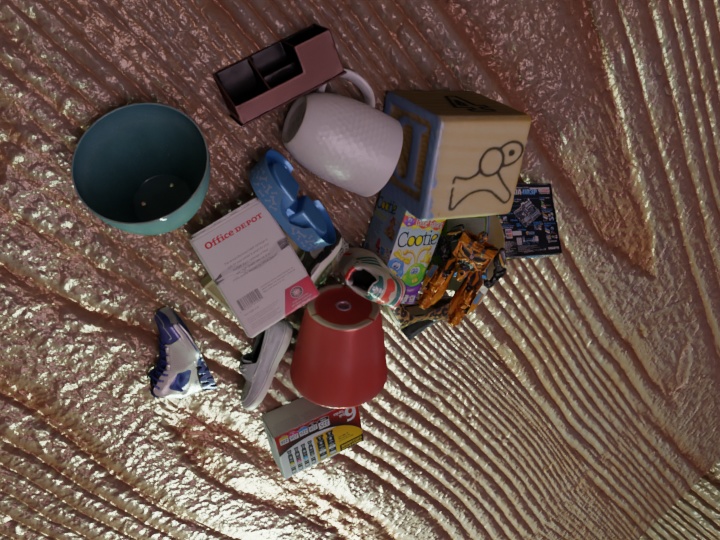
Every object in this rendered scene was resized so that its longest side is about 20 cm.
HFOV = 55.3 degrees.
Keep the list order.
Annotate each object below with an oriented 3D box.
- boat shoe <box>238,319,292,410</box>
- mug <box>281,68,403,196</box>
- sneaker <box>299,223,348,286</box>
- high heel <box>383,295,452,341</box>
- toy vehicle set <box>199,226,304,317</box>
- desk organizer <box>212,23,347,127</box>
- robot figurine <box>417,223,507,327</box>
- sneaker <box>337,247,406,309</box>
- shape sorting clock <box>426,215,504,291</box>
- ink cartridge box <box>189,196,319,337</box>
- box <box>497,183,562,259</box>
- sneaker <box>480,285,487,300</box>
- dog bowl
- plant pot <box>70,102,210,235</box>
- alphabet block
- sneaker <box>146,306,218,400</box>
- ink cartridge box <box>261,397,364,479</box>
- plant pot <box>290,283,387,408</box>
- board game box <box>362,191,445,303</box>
[{"bbox_3d":[-0.206,0.183,1.374,0.071,0.070,0.202,21,101,-26],"label":"boat shoe"},{"bbox_3d":[-0.033,-0.250,1.186,0.174,0.147,0.202,19,76,-29],"label":"mug"},{"bbox_3d":[-0.086,0.010,1.308,0.200,0.077,0.088,-50,147,10],"label":"sneaker"},{"bbox_3d":[0.128,0.067,1.485,0.142,0.072,0.200,-37,145,1],"label":"high heel"},{"bbox_3d":[-0.188,-0.002,1.297,0.200,0.027,0.124,-41,129,-3],"label":"toy vehicle set"},{"bbox_3d":[-0.132,-0.321,1.120,0.199,0.072,0.077,-31,125,-12],"label":"desk organizer"},{"bbox_3d":[0.199,0.009,1.353,0.144,0.058,0.201,30,122,6],"label":"robot figurine"},{"bbox_3d":[0.000,0.001,1.294,0.093,0.200,0.071,22,103,-42],"label":"sneaker"},{"bbox_3d":[0.196,-0.056,1.402,0.201,0.199,0.039,-65,162,16],"label":"shape sorting clock"},{"bbox_3d":[-0.186,-0.006,1.201,0.145,0.085,0.201,-32,95,-11],"label":"ink cartridge box"},{"bbox_3d":[0.339,-0.105,1.469,0.199,0.046,0.160,-5,84,-34],"label":"box"},{"bbox_3d":[0.278,-0.004,1.533,0.075,0.081,0.201,-6,121,-29],"label":"sneaker"},{"bbox_3d":[-0.121,-0.117,1.207,0.049,0.112,0.200,-29,116,19],"label":"dog bowl"},{"bbox_3d":[-0.322,-0.135,1.060,0.199,0.201,0.135,-30,162,-12],"label":"plant pot"},{"bbox_3d":[0.164,-0.217,1.270,0.199,0.196,0.197,-6,121,-27],"label":"alphabet block"},{"bbox_3d":[-0.349,0.176,1.272,0.115,0.081,0.200,-29,129,-15],"label":"sneaker"},{"bbox_3d":[-0.099,0.365,1.523,0.199,0.084,0.177,-22,126,-18],"label":"ink cartridge box"},{"bbox_3d":[-0.038,0.137,1.347,0.199,0.201,0.178,-13,128,-23],"label":"plant pot"},{"bbox_3d":[0.077,-0.047,1.375,0.102,0.105,0.201,5,115,-32],"label":"board game box"}]
